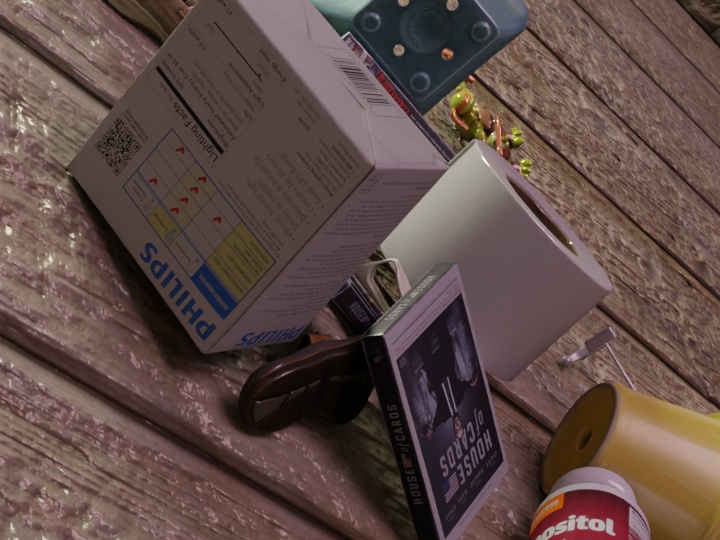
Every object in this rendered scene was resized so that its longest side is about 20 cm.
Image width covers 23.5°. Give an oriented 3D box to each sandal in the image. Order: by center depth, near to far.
[{"bbox_3d":[-0.043,0.085,1.383,0.054,0.082,0.200,32,22,26],"label":"sandal"}]

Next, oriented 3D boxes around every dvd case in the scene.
[{"bbox_3d":[0.066,0.115,1.441,0.150,0.025,0.201,-42,121,-55],"label":"dvd case"},{"bbox_3d":[-0.052,-0.029,1.450,0.200,0.025,0.150,52,-1,25],"label":"dvd case"},{"bbox_3d":[0.035,-0.163,1.831,0.200,0.022,0.146,47,-7,-7],"label":"dvd case"}]

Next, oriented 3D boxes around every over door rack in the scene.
[{"bbox_3d":[0.286,0.143,1.920,0.148,0.066,0.200,58,2,8],"label":"over door rack"}]

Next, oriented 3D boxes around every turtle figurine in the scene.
[{"bbox_3d":[0.151,-0.170,2.118,0.161,0.064,0.200,42,16,-47],"label":"turtle figurine"}]

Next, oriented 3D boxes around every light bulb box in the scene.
[{"bbox_3d":[-0.079,-0.077,1.301,0.199,0.200,0.125,52,24,19],"label":"light bulb box"}]

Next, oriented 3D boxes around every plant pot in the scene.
[{"bbox_3d":[0.291,0.210,1.716,0.188,0.201,0.201,32,28,-12],"label":"plant pot"},{"bbox_3d":[0.061,-0.276,1.857,0.197,0.196,0.200,49,9,-14],"label":"plant pot"}]

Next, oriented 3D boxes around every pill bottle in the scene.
[{"bbox_3d":[0.203,0.263,1.549,0.113,0.113,0.200,49,22,-13],"label":"pill bottle"}]

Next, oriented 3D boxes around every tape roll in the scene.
[{"bbox_3d":[0.132,-0.009,1.706,0.203,0.139,0.203,44,12,-12],"label":"tape roll"}]

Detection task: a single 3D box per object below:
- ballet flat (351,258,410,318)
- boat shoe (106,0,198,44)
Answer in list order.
[{"bbox_3d":[0.000,0.000,1.564,0.200,0.071,0.069,56,23,3],"label":"ballet flat"},{"bbox_3d":[-0.157,-0.237,1.590,0.200,0.064,0.072,33,30,-42],"label":"boat shoe"}]
